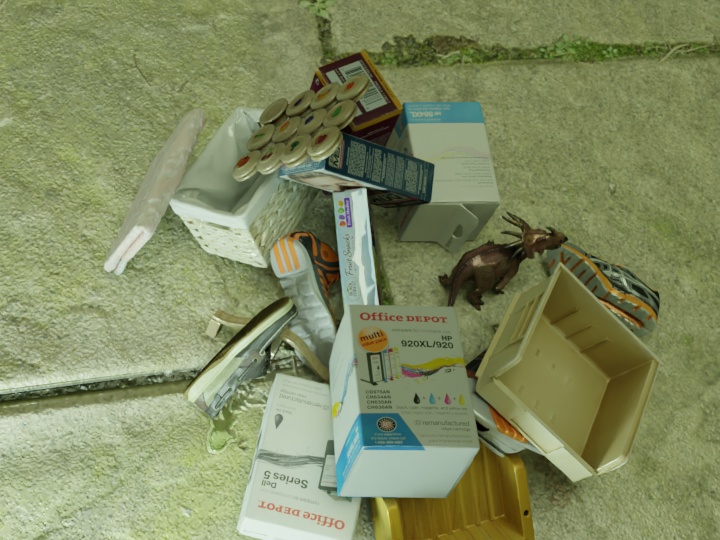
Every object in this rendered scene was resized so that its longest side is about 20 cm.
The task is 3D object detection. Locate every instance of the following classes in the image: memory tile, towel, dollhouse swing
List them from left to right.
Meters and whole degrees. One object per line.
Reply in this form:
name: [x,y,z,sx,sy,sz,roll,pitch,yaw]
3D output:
towel: [-0.283,-0.105,1.404,0.032,0.191,0.200,27,61,-18]
memory tile: [-0.081,-0.190,1.348,0.017,0.200,0.153,47,52,-31]
dollhouse swing: [0.139,0.328,1.291,0.200,0.176,0.182,-12,101,-18]

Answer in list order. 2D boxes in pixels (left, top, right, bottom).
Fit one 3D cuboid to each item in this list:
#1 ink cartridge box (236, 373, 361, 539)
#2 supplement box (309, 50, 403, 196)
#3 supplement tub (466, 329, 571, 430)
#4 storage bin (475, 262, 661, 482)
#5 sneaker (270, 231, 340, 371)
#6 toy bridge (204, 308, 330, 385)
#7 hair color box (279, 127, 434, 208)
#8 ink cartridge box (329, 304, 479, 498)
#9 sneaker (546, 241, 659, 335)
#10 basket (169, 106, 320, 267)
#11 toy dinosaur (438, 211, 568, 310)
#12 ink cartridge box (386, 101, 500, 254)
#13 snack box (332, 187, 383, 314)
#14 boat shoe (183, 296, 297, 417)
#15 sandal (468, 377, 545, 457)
ink cartridge box: [-0.067,0.254,1.340,0.145,0.084,0.200,15,62,-7]
supplement box: [-0.023,-0.213,1.509,0.086,0.200,0.110,-25,73,-24]
supplement tub: [0.229,0.138,1.454,0.200,0.107,0.107,-36,77,-25]
storage bin: [0.270,0.135,1.336,0.200,0.094,0.199,43,48,-11]
sneaker: [-0.055,0.038,1.450,0.112,0.077,0.200,-25,104,-61]
toy bridge: [-0.121,0.104,1.408,0.200,0.067,0.027,30,36,1]
hair color box: [-0.003,-0.138,1.411,0.200,0.100,0.061,14,79,-39]
ink cartridge box: [0.047,0.162,1.276,0.147,0.145,0.200,3,54,-13]
sneaker: [0.374,0.018,1.572,0.200,0.078,0.077,38,49,2]
basket: [-0.154,-0.117,1.457,0.135,0.123,0.200,16,57,27]
toy dinosaur: [0.192,-0.015,1.502,0.200,0.136,0.086,-30,75,-23]
ink cartridge box: [0.123,-0.137,1.548,0.125,0.129,0.200,-1,65,-14]
snack box: [0.000,0.000,1.421,0.053,0.142,0.201,-6,80,2]
boat shoe: [-0.149,0.116,1.362,0.200,0.073,0.065,-42,99,16]
sandal: [0.191,0.214,1.338,0.206,0.059,0.079,31,28,-27]
